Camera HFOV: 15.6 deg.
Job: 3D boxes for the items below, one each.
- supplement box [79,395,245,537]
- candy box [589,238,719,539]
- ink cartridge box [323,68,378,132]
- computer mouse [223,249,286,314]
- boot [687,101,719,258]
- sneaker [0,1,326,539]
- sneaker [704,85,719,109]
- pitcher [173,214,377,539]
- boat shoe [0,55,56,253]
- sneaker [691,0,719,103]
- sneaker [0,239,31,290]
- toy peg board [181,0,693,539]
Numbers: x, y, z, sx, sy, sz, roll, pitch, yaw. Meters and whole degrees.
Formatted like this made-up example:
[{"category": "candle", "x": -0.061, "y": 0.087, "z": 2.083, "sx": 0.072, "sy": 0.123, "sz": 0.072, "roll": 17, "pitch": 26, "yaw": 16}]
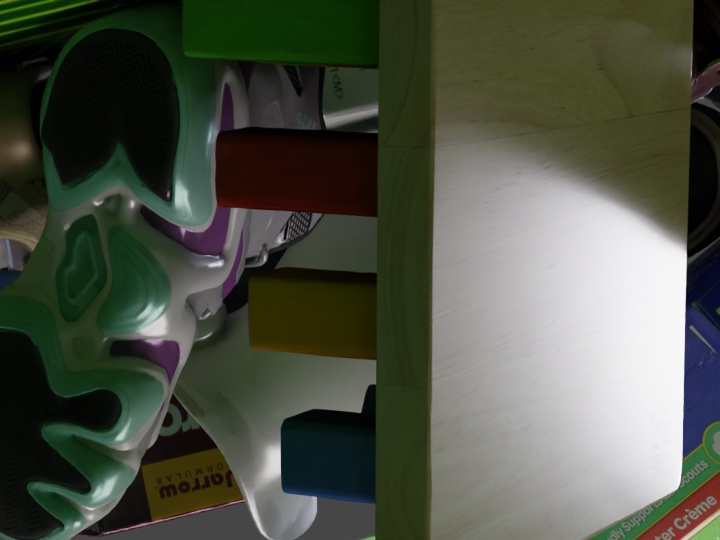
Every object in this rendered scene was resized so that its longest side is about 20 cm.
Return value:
[{"category": "supplement box", "x": -0.114, "y": 0.031, "z": 1.382, "sx": 0.110, "sy": 0.201, "sz": 0.086, "roll": -12, "pitch": 179, "yaw": -17}, {"category": "candy box", "x": 0.143, "y": 0.045, "z": 1.088, "sx": 0.169, "sy": 0.077, "sz": 0.200, "roll": -43, "pitch": 176, "yaw": 38}, {"category": "ink cartridge box", "x": -0.008, "y": -0.076, "z": 1.092, "sx": 0.173, "sy": 0.044, "sz": 0.200, "roll": -14, "pitch": 180, "yaw": -36}, {"category": "computer mouse", "x": 0.008, "y": 0.024, "z": 1.190, "sx": 0.199, "sy": 0.053, "sz": 0.139, "roll": 8, "pitch": -143, "yaw": -7}, {"category": "boot", "x": 0.055, "y": -0.030, "z": 1.143, "sx": 0.138, "sy": 0.078, "sz": 0.199, "roll": -6, "pitch": 178, "yaw": -37}, {"category": "sneaker", "x": -0.058, "y": -0.003, "z": 0.888, "sx": 0.078, "sy": 0.201, "sz": 0.140, "roll": 35, "pitch": -151, "yaw": 20}, {"category": "sneaker", "x": 0.149, "y": -0.109, "z": 1.117, "sx": 0.082, "sy": 0.072, "sz": 0.200, "roll": 0, "pitch": 175, "yaw": 2}, {"category": "pitcher", "x": 0.000, "y": 0.000, "z": 1.062, "sx": 0.199, "sy": 0.172, "sz": 0.122, "roll": -32, "pitch": -153, "yaw": 24}, {"category": "boat shoe", "x": -0.096, "y": -0.041, "z": 0.940, "sx": 0.064, "sy": 0.072, "sz": 0.200, "roll": -12, "pitch": 179, "yaw": 21}, {"category": "sneaker", "x": 0.120, "y": -0.098, "z": 0.933, "sx": 0.199, "sy": 0.076, "sz": 0.116, "roll": -24, "pitch": 177, "yaw": -12}, {"category": "sneaker", "x": -0.189, "y": -0.026, "z": 1.137, "sx": 0.199, "sy": 0.078, "sz": 0.070, "roll": 13, "pitch": 168, "yaw": -34}, {"category": "toy peg board", "x": 0.025, "y": -0.015, "z": 0.834, "sx": 0.097, "sy": 0.201, "sz": 0.200, "roll": 5, "pitch": -172, "yaw": 28}]
